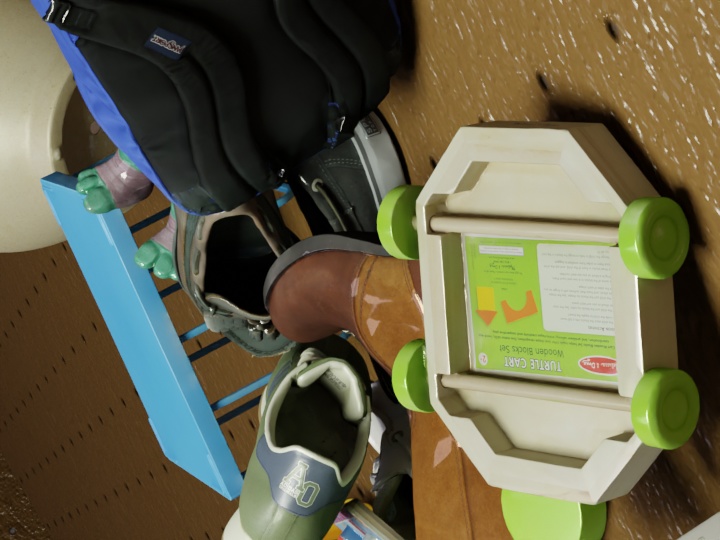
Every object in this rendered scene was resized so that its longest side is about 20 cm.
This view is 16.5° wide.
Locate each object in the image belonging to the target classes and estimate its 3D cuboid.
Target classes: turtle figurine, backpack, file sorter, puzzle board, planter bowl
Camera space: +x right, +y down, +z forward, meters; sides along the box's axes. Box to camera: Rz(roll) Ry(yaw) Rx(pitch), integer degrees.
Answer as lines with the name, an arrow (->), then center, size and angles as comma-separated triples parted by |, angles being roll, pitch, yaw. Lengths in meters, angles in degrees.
turtle figurine -> -0.099, -0.103, 1.340 | 0.150, 0.100, 0.201 | -118, 34, -45
backpack -> -0.074, -0.143, 1.161 | 0.168, 0.162, 0.200 | 54, 175, 42
file sorter -> -0.088, 0.014, 1.526 | 0.201, 0.122, 0.139 | 67, 165, -14
puzzle board -> 0.061, 0.202, 1.395 | 0.200, 0.017, 0.151 | 41, 170, 1
planter bowl -> -0.211, -0.102, 1.656 | 0.134, 0.200, 0.201 | 12, 134, 35

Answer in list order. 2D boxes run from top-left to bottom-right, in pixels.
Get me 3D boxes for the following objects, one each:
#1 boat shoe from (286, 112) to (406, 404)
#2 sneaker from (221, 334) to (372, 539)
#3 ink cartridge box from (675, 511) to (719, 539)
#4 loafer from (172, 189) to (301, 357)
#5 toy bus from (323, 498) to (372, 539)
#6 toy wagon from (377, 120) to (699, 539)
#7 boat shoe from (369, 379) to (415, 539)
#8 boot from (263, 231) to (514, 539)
boat shoe -> 0.000, 0.000, 1.338 | 0.069, 0.056, 0.201 | 44, 156, 48
sneaker -> -0.019, 0.079, 1.358 | 0.067, 0.201, 0.090 | 24, 124, -4
ink cartridge box -> 0.105, 0.210, 1.080 | 0.086, 0.199, 0.148 | 52, 162, 29
loafer -> -0.064, -0.002, 1.311 | 0.200, 0.071, 0.063 | 76, 180, -56
toy bus -> -0.015, 0.224, 1.657 | 0.200, 0.135, 0.193 | 54, 150, 36
toy wagon -> 0.076, 0.039, 1.043 | 0.155, 0.039, 0.202 | 5, 104, 48
boat shoe -> 0.034, 0.119, 1.398 | 0.071, 0.069, 0.200 | 63, 167, -27
boot -> 0.031, 0.075, 1.170 | 0.188, 0.068, 0.201 | -20, 75, 42
